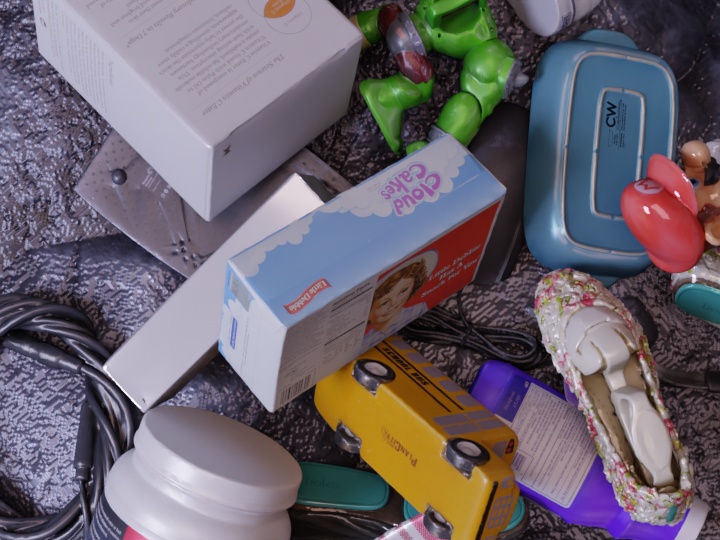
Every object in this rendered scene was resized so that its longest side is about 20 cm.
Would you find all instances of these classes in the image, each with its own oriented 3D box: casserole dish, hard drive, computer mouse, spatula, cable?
[{"bbox_3d":[0.188,-0.087,1.124,0.120,0.039,0.203,7,85,-17],"label":"casserole dish"},{"bbox_3d":[-0.107,-0.057,1.152,0.199,0.042,0.136,33,89,4],"label":"hard drive"},{"bbox_3d":[0.118,-0.024,1.136,0.139,0.046,0.202,22,87,5],"label":"computer mouse"},{"bbox_3d":[0.250,0.080,1.120,0.198,0.021,0.057,5,60,-12],"label":"spatula"},{"bbox_3d":[-0.254,0.122,1.149,0.162,0.051,0.201,-31,83,-5],"label":"cable"}]

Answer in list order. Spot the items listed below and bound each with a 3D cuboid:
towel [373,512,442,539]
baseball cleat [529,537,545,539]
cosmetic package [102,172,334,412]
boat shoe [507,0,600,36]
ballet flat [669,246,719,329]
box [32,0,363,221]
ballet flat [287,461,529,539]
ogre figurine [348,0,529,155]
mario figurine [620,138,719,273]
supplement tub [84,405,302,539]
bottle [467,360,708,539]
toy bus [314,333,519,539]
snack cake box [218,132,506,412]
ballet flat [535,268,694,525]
[{"bbox_3d":[0.027,0.269,1.090,0.199,0.030,0.147,-34,94,20],"label":"towel"},{"bbox_3d":[0.210,0.255,1.110,0.106,0.070,0.200,-44,95,-8],"label":"baseball cleat"},{"bbox_3d":[-0.096,0.014,1.086,0.200,0.083,0.051,-44,88,7],"label":"cosmetic package"},{"bbox_3d":[0.121,-0.280,1.151,0.069,0.071,0.201,-29,80,-27],"label":"boat shoe"},{"bbox_3d":[0.328,0.033,1.116,0.199,0.076,0.064,29,54,-1],"label":"ballet flat"},{"bbox_3d":[-0.122,-0.168,1.092,0.152,0.107,0.200,-39,75,-23],"label":"box"},{"bbox_3d":[0.030,0.185,1.119,0.198,0.069,0.068,7,43,13],"label":"ballet flat"},{"bbox_3d":[0.047,-0.174,1.123,0.119,0.098,0.201,-28,63,7],"label":"ogre figurine"},{"bbox_3d":[0.278,-0.067,1.074,0.198,0.124,0.107,-9,71,-24],"label":"mario figurine"},{"bbox_3d":[-0.133,0.215,1.068,0.139,0.140,0.202,23,101,4],"label":"supplement tub"},{"bbox_3d":[0.164,0.146,1.113,0.199,0.065,0.084,29,82,4],"label":"bottle"},{"bbox_3d":[0.043,0.115,1.059,0.200,0.078,0.066,38,121,42],"label":"toy bus"},{"bbox_3d":[0.000,0.000,1.035,0.199,0.115,0.067,-31,65,-27],"label":"snack cake box"},{"bbox_3d":[0.187,0.083,1.054,0.075,0.064,0.202,-23,77,-8],"label":"ballet flat"}]
